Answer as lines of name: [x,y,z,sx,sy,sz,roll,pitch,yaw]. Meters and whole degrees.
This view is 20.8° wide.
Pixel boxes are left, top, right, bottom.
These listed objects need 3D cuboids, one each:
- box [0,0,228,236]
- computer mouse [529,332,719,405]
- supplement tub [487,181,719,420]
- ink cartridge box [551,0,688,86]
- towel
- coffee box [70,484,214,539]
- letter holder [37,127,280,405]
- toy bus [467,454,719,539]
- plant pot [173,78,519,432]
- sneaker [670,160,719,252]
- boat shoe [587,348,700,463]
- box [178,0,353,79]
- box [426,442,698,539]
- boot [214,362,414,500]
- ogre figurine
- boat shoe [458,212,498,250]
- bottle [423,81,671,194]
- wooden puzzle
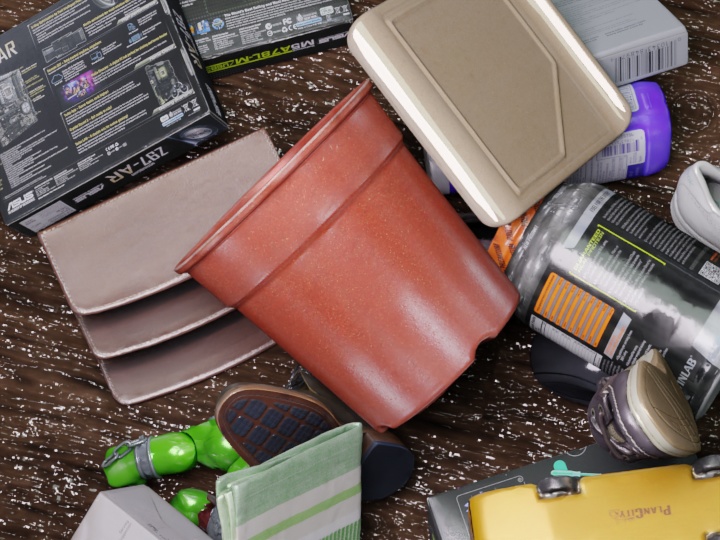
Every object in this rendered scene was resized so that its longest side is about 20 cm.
box: [-0.227,-0.144,1.619,0.199,0.044,0.161,-28,69,11]
computer mouse: [0.242,0.054,1.555,0.198,0.046,0.141,20,73,9]
supplement tub: [0.199,0.015,1.485,0.199,0.123,0.123,32,74,13]
ink cartridge box: [0.141,-0.204,1.628,0.198,0.041,0.200,-18,40,-11]
towel: [-0.052,0.224,1.413,0.023,0.152,0.202,14,111,36]
coffee box: [-0.183,0.273,1.431,0.113,0.080,0.201,36,100,17]
letter holder: [-0.133,0.003,1.562,0.199,0.101,0.143,-25,72,-7]
toy bus: [0.175,0.177,1.333,0.198,0.078,0.066,-7,65,0]
plant pot: [0.000,0.000,1.436,0.201,0.201,0.195,-45,95,-13]
sneaker: [0.338,-0.021,1.557,0.199,0.089,0.076,31,72,12]
boat shoe: [0.188,0.100,1.331,0.065,0.200,0.072,-33,91,11]
box: [-0.121,-0.265,1.690,0.198,0.048,0.195,-15,68,-3]
box: [0.160,0.213,1.443,0.198,0.149,0.125,-18,66,-4]
boot: [-0.052,0.109,1.476,0.075,0.199,0.097,-51,45,10]
ogre figurine: [-0.101,0.190,1.498,0.120,0.098,0.200,-41,57,6]
boat shoe: [0.144,-0.015,1.576,0.198,0.057,0.067,-1,60,2]
bottle: [0.152,-0.101,1.597,0.198,0.084,0.066,-11,60,-1]
wooden puzzle: [0.098,-0.142,1.479,0.186,0.037,0.200,52,47,1]
